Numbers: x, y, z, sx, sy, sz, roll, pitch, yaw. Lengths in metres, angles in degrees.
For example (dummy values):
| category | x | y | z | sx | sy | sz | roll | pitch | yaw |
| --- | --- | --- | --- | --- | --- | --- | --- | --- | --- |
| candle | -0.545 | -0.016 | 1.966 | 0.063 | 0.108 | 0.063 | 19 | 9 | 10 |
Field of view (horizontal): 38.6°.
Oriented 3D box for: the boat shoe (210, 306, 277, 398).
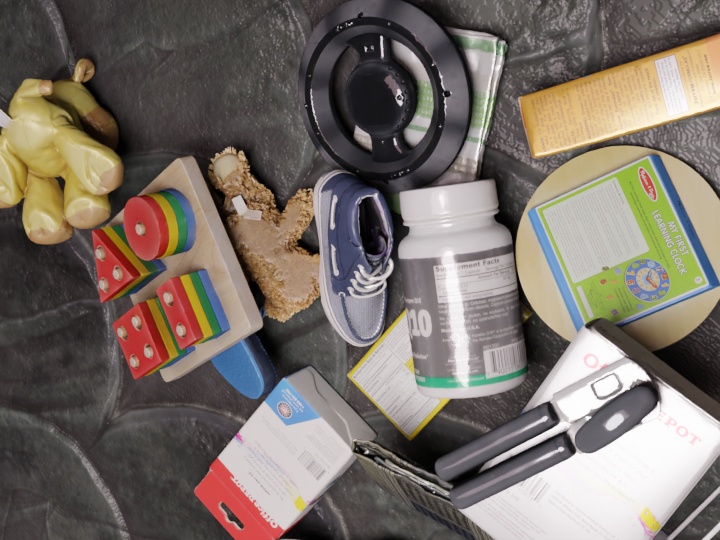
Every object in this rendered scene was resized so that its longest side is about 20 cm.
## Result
| category | x | y | z | sx | sy | sz | roll | pitch | yaw |
| --- | --- | --- | --- | --- | --- | --- | --- | --- | --- |
| boat shoe | -0.146 | 0.050 | 1.161 | 0.201 | 0.068 | 0.084 | 56 | 135 | 17 |

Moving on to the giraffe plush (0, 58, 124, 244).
| category | x | y | z | sx | sy | sz | roll | pitch | yaw |
| --- | --- | --- | --- | --- | --- | --- | --- | --- | --- |
| giraffe plush | -0.348 | -0.155 | 1.192 | 0.172 | 0.162 | 0.201 | -24 | 110 | 19 |

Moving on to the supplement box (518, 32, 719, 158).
| category | x | y | z | sx | sy | sz | roll | pitch | yaw |
| --- | --- | --- | --- | --- | --- | --- | --- | --- | --- |
| supplement box | 0.252 | -0.160 | 0.953 | 0.199 | 0.066 | 0.069 | -16 | 93 | 26 |

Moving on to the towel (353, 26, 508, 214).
| category | x | y | z | sx | sy | sz | roll | pitch | yaw |
| --- | --- | --- | --- | --- | --- | --- | --- | --- | --- |
| towel | 0.066 | -0.154 | 1.066 | 0.148 | 0.031 | 0.201 | 17 | 109 | 24 |

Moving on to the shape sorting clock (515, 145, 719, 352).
| category | x | y | z | sx | sy | sz | roll | pitch | yaw |
| --- | --- | --- | --- | --- | --- | --- | --- | --- | --- |
| shape sorting clock | 0.247 | -0.020 | 0.972 | 0.199 | 0.039 | 0.201 | -4 | 79 | 20 |

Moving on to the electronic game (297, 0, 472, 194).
| category | x | y | z | sx | sy | sz | roll | pitch | yaw |
| --- | --- | --- | --- | --- | --- | --- | --- | --- | --- |
| electronic game | 0.021 | -0.176 | 1.042 | 0.199 | 0.042 | 0.201 | 12 | 114 | 28 |

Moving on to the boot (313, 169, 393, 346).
| category | x | y | z | sx | sy | sz | roll | pitch | yaw |
| --- | --- | --- | --- | --- | --- | --- | --- | --- | --- |
| boot | 0.000 | 0.000 | 1.060 | 0.090 | 0.072 | 0.201 | 35 | 142 | 59 |

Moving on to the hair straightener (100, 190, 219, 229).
| category | x | y | z | sx | sy | sz | roll | pitch | yaw |
| --- | --- | --- | --- | --- | --- | --- | --- | --- | --- |
| hair straightener | -0.245 | -0.053 | 1.226 | 0.199 | 0.041 | 0.077 | -24 | 89 | 31 |

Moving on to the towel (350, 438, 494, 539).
| category | x | y | z | sx | sy | sz | roll | pitch | yaw |
| --- | --- | --- | --- | --- | --- | --- | --- | --- | --- |
| towel | 0.091 | 0.235 | 1.047 | 0.192 | 0.200 | 0.035 | 26 | 74 | 20 |

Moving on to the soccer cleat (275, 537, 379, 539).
| category | x | y | z | sx | sy | sz | roll | pitch | yaw |
| --- | --- | --- | --- | --- | --- | --- | --- | --- | --- |
| soccer cleat | -0.013 | 0.344 | 1.140 | 0.199 | 0.073 | 0.069 | 3 | 126 | 4 |

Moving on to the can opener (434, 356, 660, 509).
| category | x | y | z | sx | sy | sz | roll | pitch | yaw |
| --- | --- | --- | --- | --- | --- | --- | --- | --- | --- |
| can opener | 0.144 | 0.134 | 0.818 | 0.199 | 0.067 | 0.054 | -32 | 80 | 21 |

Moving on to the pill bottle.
| category | x | y | z | sx | sy | sz | roll | pitch | yaw |
| --- | --- | --- | --- | --- | --- | --- | --- | --- | --- |
| pill bottle | 0.098 | 0.016 | 1.005 | 0.112 | 0.113 | 0.201 | -6 | 95 | 26 |

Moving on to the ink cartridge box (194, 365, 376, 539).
| category | x | y | z | sx | sy | sz | roll | pitch | yaw |
| --- | --- | --- | --- | --- | --- | --- | --- | --- | --- |
| ink cartridge box | -0.090 | 0.222 | 1.182 | 0.116 | 0.067 | 0.200 | 45 | 114 | 12 |

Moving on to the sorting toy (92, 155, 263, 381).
| category | x | y | z | sx | sy | sz | roll | pitch | yaw |
| --- | --- | --- | --- | --- | --- | --- | --- | --- | --- |
| sorting toy | -0.220 | 0.009 | 1.122 | 0.200 | 0.069 | 0.200 | -31 | 80 | 47 |

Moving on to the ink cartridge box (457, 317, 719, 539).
| category | x | y | z | sx | sy | sz | roll | pitch | yaw |
| --- | --- | --- | --- | --- | --- | --- | --- | --- | --- |
| ink cartridge box | 0.201 | 0.164 | 0.878 | 0.147 | 0.086 | 0.201 | 38 | 106 | 16 |

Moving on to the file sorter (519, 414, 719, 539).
| category | x | y | z | sx | sy | sz | roll | pitch | yaw |
| --- | --- | --- | --- | --- | --- | --- | --- | --- | --- |
| file sorter | 0.249 | 0.182 | 0.980 | 0.200 | 0.139 | 0.125 | 43 | 111 | 12 |

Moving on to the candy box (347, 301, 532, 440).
| category | x | y | z | sx | sy | sz | roll | pitch | yaw |
| --- | --- | --- | --- | --- | --- | --- | --- | --- | --- |
| candy box | 0.082 | 0.081 | 1.099 | 0.102 | 0.026 | 0.200 | 46 | 114 | 13 |

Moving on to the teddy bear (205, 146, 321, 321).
| category | x | y | z | sx | sy | sz | roll | pitch | yaw |
| --- | --- | --- | --- | --- | --- | --- | --- | --- | --- |
| teddy bear | -0.114 | -0.041 | 1.141 | 0.199 | 0.067 | 0.146 | 31 | 88 | 6 |
